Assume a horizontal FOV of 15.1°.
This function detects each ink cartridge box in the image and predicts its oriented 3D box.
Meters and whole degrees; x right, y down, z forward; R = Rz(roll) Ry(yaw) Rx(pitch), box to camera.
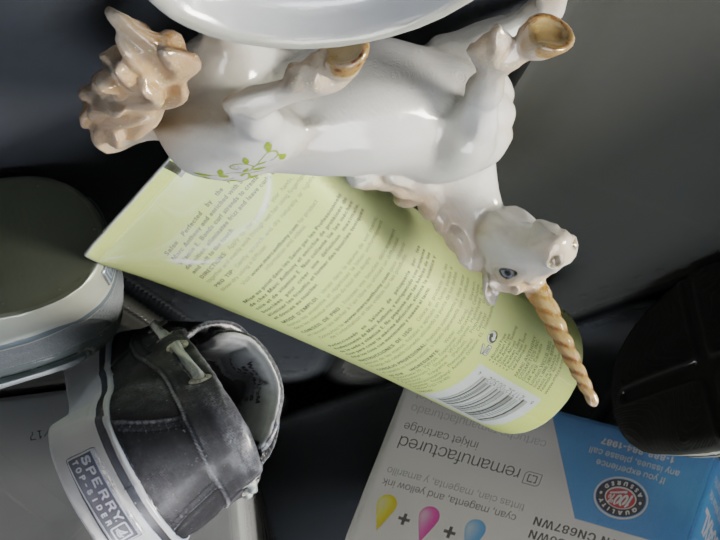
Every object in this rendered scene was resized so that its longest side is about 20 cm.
[{"bbox_3d":[0.053,0.165,1.022,0.128,0.200,0.125,14,157,19],"label":"ink cartridge box"}]

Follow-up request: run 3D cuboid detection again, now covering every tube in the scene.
[{"bbox_3d":[0.000,0.000,0.901,0.052,0.058,0.200,-2,159,40],"label":"tube"}]

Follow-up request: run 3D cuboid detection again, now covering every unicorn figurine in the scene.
[{"bbox_3d":[0.011,-0.045,0.803,0.199,0.074,0.137,16,148,-15],"label":"unicorn figurine"}]

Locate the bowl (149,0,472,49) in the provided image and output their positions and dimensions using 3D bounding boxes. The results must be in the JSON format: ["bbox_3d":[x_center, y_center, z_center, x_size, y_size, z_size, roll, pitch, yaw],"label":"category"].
[{"bbox_3d":[-0.012,-0.115,0.633,0.200,0.091,0.201,-5,152,-3],"label":"bowl"}]

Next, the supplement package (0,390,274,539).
[{"bbox_3d":[-0.089,0.136,1.066,0.113,0.110,0.200,-7,152,2],"label":"supplement package"}]

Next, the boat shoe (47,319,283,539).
[{"bbox_3d":[-0.057,0.046,0.891,0.068,0.072,0.200,-29,-177,1],"label":"boat shoe"}]

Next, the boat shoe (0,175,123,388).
[{"bbox_3d":[-0.173,0.023,0.879,0.200,0.070,0.072,-10,149,2],"label":"boat shoe"}]

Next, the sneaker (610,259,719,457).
[{"bbox_3d":[0.197,0.032,0.971,0.200,0.076,0.115,-24,146,25],"label":"sneaker"}]
